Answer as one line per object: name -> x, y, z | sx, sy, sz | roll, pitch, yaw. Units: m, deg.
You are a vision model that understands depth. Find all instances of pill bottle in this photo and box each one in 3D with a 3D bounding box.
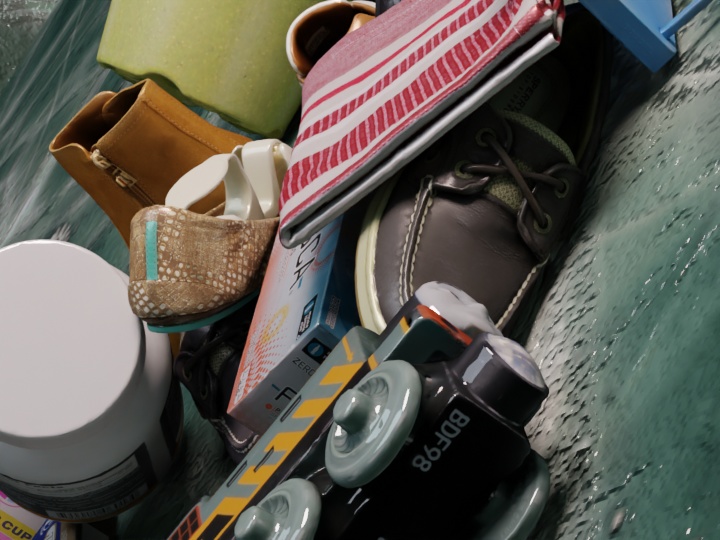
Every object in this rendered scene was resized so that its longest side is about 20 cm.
pill bottle -> -0.149, 0.056, 1.072 | 0.117, 0.116, 0.200 | -59, -6, -14

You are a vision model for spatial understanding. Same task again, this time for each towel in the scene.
towel -> 0.024, -0.090, 0.911 | 0.144, 0.023, 0.200 | -38, 15, 16

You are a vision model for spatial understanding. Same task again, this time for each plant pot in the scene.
plant pot -> -0.076, -0.191, 1.374 | 0.186, 0.199, 0.200 | -67, 16, -1

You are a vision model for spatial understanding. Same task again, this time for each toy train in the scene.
toy train -> -0.013, 0.092, 0.750 | 0.200, 0.085, 0.114 | -52, 22, 12

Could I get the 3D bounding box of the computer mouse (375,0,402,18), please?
computer mouse -> 0.060, -0.174, 1.066 | 0.046, 0.140, 0.202 | 15, 103, 36

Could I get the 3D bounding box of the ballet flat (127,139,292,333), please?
ballet flat -> -0.050, -0.028, 1.029 | 0.070, 0.066, 0.200 | -4, 13, 22

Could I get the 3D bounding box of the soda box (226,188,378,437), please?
soda box -> 0.000, 0.000, 0.950 | 0.068, 0.063, 0.201 | -44, 20, 32

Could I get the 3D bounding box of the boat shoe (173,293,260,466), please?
boat shoe -> -0.058, 0.043, 1.030 | 0.072, 0.065, 0.200 | -52, 16, 10

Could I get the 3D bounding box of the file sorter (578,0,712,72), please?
file sorter -> 0.116, -0.209, 0.895 | 0.123, 0.139, 0.201 | -40, 21, 25

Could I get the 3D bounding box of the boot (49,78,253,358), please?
boot -> -0.117, -0.028, 1.202 | 0.201, 0.144, 0.071 | -37, 23, 48

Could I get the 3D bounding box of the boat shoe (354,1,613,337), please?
boat shoe -> 0.055, -0.040, 0.855 | 0.066, 0.072, 0.202 | -46, 13, 45

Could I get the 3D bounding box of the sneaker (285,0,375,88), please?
sneaker -> -0.004, -0.118, 1.164 | 0.073, 0.084, 0.200 | -58, 14, -5

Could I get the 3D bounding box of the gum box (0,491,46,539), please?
gum box -> -0.235, 0.158, 1.319 | 0.114, 0.066, 0.200 | -59, 16, -9

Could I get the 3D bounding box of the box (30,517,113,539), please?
box -> -0.202, 0.222, 1.160 | 0.201, 0.032, 0.121 | -54, 16, 10
